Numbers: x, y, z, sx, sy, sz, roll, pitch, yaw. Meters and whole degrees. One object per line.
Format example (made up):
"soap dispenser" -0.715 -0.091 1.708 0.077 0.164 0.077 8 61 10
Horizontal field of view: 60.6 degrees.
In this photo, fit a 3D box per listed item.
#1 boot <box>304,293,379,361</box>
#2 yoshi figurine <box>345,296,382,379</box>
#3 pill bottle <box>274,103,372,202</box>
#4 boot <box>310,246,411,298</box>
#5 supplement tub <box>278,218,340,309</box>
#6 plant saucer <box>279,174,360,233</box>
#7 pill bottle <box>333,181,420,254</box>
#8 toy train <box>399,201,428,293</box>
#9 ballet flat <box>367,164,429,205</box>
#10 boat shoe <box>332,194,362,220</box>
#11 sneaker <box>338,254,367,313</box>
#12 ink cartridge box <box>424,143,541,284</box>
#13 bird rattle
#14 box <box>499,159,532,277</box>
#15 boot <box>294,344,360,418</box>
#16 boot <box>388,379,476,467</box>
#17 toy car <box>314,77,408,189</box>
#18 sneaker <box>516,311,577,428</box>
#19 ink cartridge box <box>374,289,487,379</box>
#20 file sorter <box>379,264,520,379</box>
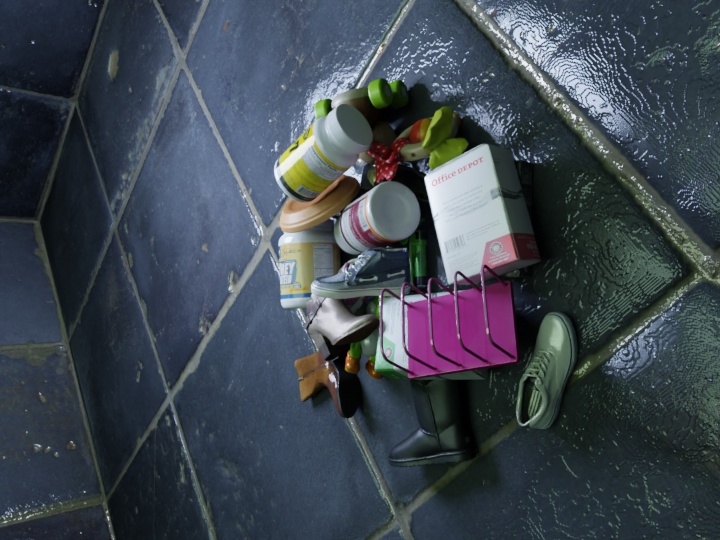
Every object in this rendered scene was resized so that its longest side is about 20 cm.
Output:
"boot" -0.048 0.085 1.250 0.200 0.070 0.148 -40 58 38
"yoshi figurine" 0.037 0.132 1.296 0.111 0.112 0.202 27 108 28
"pill bottle" -0.074 -0.232 1.227 0.199 0.114 0.115 -34 65 38
"boot" 0.000 0.000 1.202 0.073 0.197 0.091 -94 1 -70
"supplement tub" -0.117 -0.014 1.430 0.144 0.144 0.203 -7 84 47
"plant saucer" -0.095 -0.154 1.344 0.199 0.200 0.038 -2 127 48
"pill bottle" 0.026 -0.097 1.240 0.200 0.113 0.116 159 107 -64
"toy train" 0.110 -0.055 1.259 0.056 0.042 0.203 -6 85 37
"ballet flat" 0.097 -0.176 1.222 0.198 0.057 0.067 20 92 28
"boat shoe" -0.031 -0.145 1.397 0.199 0.060 0.075 18 98 46
"sneaker" -0.015 0.024 1.304 0.200 0.088 0.082 -39 21 35
"ink cartridge box" 0.205 -0.092 1.049 0.146 0.082 0.203 -23 73 43
"bird rattle" 0.115 -0.239 1.181 0.199 0.163 0.113 -14 119 41
"box" 0.231 -0.088 1.115 0.160 0.049 0.203 2 90 44
"boot" -0.092 0.275 1.457 0.199 0.068 0.190 -35 65 43
"boot" 0.125 0.289 1.206 0.199 0.076 0.170 -20 78 39
"toy car" 0.021 -0.277 1.290 0.163 0.157 0.202 -10 98 31
"sneaker" 0.304 0.168 1.014 0.073 0.070 0.203 14 100 47
"ink cartridge box" 0.135 0.123 1.138 0.198 0.083 0.148 -6 65 35
"file sorter" 0.141 0.084 1.014 0.198 0.125 0.141 -15 61 30
